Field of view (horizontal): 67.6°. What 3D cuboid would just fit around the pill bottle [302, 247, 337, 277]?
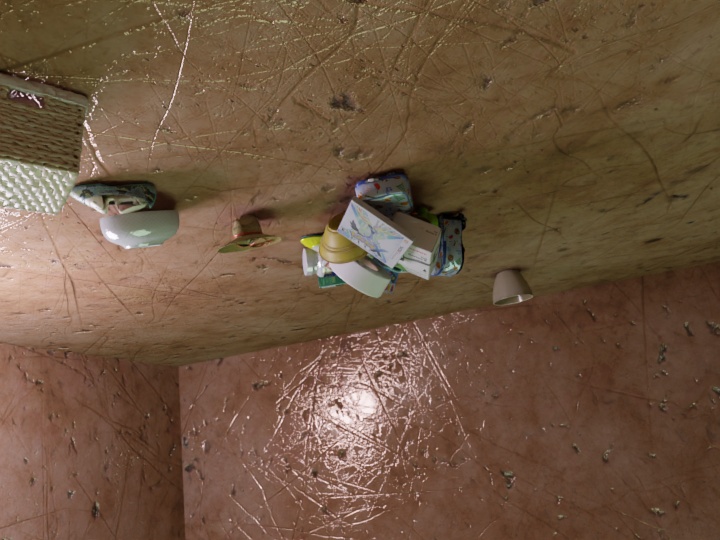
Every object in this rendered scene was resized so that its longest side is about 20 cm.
[{"bbox_3d":[-0.102,-0.037,1.904,0.196,0.118,0.116,-5,164,-14],"label":"pill bottle"}]

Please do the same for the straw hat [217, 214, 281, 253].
[{"bbox_3d":[-0.333,-0.115,1.581,0.197,0.087,0.201,-13,176,-1],"label":"straw hat"}]

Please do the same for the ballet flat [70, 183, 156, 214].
[{"bbox_3d":[-0.594,-0.170,1.291,0.195,0.076,0.074,-6,164,-9],"label":"ballet flat"}]

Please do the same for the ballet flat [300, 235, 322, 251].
[{"bbox_3d":[-0.104,-0.086,1.827,0.196,0.069,0.067,-4,164,-15],"label":"ballet flat"}]

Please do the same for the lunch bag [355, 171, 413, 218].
[{"bbox_3d":[0.065,-0.204,1.510,0.157,0.077,0.200,-9,165,10],"label":"lunch bag"}]

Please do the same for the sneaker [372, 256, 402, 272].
[{"bbox_3d":[0.074,-0.056,1.776,0.198,0.083,0.074,26,118,-30],"label":"sneaker"}]

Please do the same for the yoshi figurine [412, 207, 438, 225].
[{"bbox_3d":[0.186,-0.135,1.765,0.110,0.114,0.200,-18,167,-28],"label":"yoshi figurine"}]

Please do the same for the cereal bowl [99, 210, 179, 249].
[{"bbox_3d":[-0.568,-0.103,1.400,0.195,0.085,0.200,-8,-176,1],"label":"cereal bowl"}]

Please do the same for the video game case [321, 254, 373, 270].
[{"bbox_3d":[-0.019,-0.060,1.814,0.142,0.018,0.200,26,120,-37],"label":"video game case"}]

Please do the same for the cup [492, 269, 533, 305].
[{"bbox_3d":[0.744,0.078,2.679,0.196,0.146,0.201,-8,164,-2],"label":"cup"}]

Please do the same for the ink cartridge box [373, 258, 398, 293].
[{"bbox_3d":[0.087,-0.029,1.954,0.075,0.204,0.136,14,179,34],"label":"ink cartridge box"}]

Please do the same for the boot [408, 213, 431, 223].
[{"bbox_3d":[0.137,-0.118,1.684,0.200,0.077,0.154,44,138,-20],"label":"boot"}]

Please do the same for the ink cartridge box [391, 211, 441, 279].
[{"bbox_3d":[0.153,-0.069,1.577,0.143,0.085,0.201,22,160,13],"label":"ink cartridge box"}]

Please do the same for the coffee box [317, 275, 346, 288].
[{"bbox_3d":[-0.064,-0.007,2.006,0.196,0.126,0.044,-10,169,5],"label":"coffee box"}]

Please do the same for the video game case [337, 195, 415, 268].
[{"bbox_3d":[0.039,-0.101,1.496,0.198,0.022,0.183,34,152,0],"label":"video game case"}]

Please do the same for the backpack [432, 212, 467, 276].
[{"bbox_3d":[0.278,-0.077,1.832,0.151,0.195,0.200,-5,165,-10],"label":"backpack"}]

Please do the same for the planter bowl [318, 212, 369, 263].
[{"bbox_3d":[-0.046,-0.118,1.642,0.196,0.202,0.084,-11,128,10],"label":"planter bowl"}]

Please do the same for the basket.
[{"bbox_3d":[-0.608,-0.220,0.954,0.195,0.164,0.199,7,156,-40],"label":"basket"}]

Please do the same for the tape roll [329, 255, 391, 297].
[{"bbox_3d":[0.000,0.000,1.713,0.201,0.202,0.071,17,111,-55],"label":"tape roll"}]
